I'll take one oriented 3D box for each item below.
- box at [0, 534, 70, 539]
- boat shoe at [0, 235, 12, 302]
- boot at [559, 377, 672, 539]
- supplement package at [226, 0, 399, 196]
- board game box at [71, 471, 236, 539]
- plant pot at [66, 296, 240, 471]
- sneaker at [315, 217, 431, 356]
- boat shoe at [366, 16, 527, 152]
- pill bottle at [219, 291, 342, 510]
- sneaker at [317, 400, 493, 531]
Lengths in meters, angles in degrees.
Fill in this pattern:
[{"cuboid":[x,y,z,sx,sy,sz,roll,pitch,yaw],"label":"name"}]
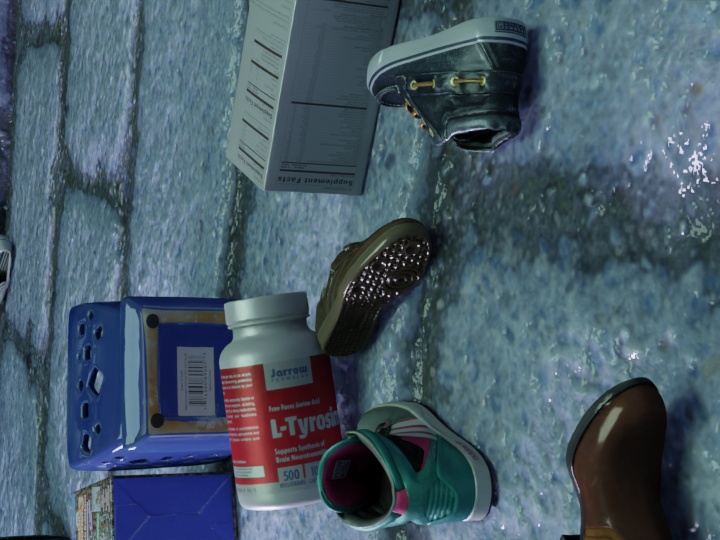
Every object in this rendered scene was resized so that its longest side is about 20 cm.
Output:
[{"cuboid":[-0.623,0.574,2.290,0.199,0.123,0.151,-19,71,60],"label":"box"},{"cuboid":[-0.846,0.018,2.820,0.067,0.073,0.202,-123,43,-52],"label":"boat shoe"},{"cuboid":[0.193,0.189,0.738,0.200,0.068,0.191,48,130,53],"label":"boot"},{"cuboid":[-0.050,-0.187,1.194,0.109,0.112,0.203,42,124,55],"label":"supplement package"},{"cuboid":[-0.264,0.316,1.545,0.200,0.157,0.098,-30,62,59],"label":"board game box"},{"cuboid":[-0.225,0.129,1.445,0.179,0.198,0.203,-17,72,55],"label":"plant pot"},{"cuboid":[0.000,0.000,1.132,0.201,0.069,0.076,-55,41,47],"label":"sneaker"},{"cuboid":[0.063,-0.140,1.009,0.199,0.070,0.092,-9,77,61],"label":"boat shoe"},{"cuboid":[-0.079,0.126,1.210,0.112,0.111,0.203,-13,86,62],"label":"pill bottle"},{"cuboid":[0.013,0.164,1.039,0.199,0.119,0.085,20,107,62],"label":"sneaker"}]
